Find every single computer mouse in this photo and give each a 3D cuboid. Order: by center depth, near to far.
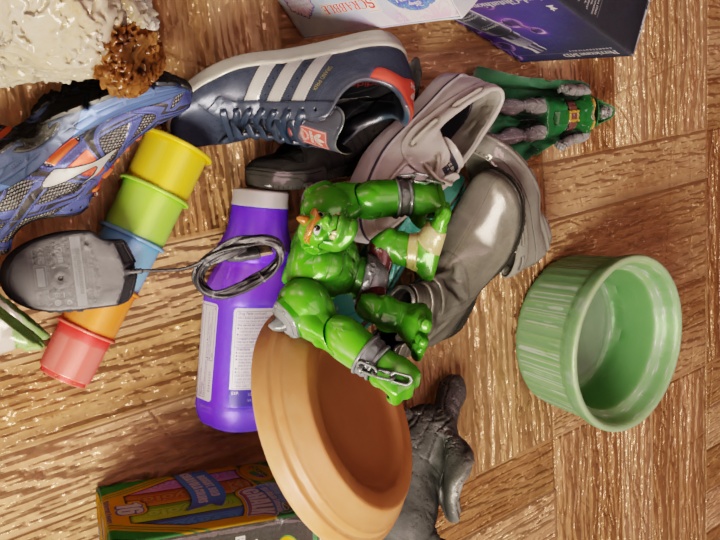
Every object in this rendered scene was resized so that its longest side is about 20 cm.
[{"bbox_3d":[-0.154,-0.004,0.642,0.200,0.034,0.059,-3,101,-12],"label":"computer mouse"}]

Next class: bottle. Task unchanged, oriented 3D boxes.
[{"bbox_3d":[-0.092,0.032,0.749,0.083,0.065,0.200,-1,98,-45],"label":"bottle"}]

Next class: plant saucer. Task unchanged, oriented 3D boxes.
[{"bbox_3d":[-0.013,0.118,0.712,0.200,0.037,0.200,45,32,-39],"label":"plant saucer"}]

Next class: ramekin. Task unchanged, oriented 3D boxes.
[{"bbox_3d":[0.270,0.075,1.022,0.200,0.098,0.200,-7,101,-37],"label":"ramekin"}]

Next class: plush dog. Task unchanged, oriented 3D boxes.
[{"bbox_3d":[-0.213,-0.169,0.551,0.200,0.172,0.161,43,71,-35],"label":"plush dog"}]

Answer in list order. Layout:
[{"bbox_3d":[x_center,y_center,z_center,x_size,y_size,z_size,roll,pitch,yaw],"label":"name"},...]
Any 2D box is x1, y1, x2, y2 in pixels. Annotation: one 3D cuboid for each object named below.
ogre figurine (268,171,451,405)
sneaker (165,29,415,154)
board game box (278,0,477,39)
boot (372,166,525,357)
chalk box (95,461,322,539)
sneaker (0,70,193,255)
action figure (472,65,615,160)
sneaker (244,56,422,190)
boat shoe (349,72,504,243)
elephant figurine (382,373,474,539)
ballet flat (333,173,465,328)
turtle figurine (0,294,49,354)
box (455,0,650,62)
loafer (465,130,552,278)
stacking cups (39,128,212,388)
[{"bbox_3d":[0.000,0.000,0.690,0.120,0.098,0.200,12,75,-2],"label":"ogre figurine"},{"bbox_3d":[-0.052,-0.123,0.695,0.200,0.085,0.075,-17,152,0],"label":"sneaker"},{"bbox_3d":[-0.029,-0.271,0.664,0.041,0.200,0.200,-51,125,-21],"label":"board game box"},{"bbox_3d":[0.076,0.007,0.816,0.131,0.068,0.200,-25,143,-53],"label":"boot"},{"bbox_3d":[-0.100,0.234,0.708,0.200,0.124,0.125,-3,99,-21],"label":"chalk box"},{"bbox_3d":[-0.208,-0.083,0.637,0.200,0.075,0.079,-31,128,-13],"label":"sneaker"},{"bbox_3d":[0.205,-0.166,0.960,0.200,0.055,0.118,-14,111,-36],"label":"action figure"},{"bbox_3d":[-0.022,-0.134,0.783,0.200,0.060,0.104,-15,110,-42],"label":"sneaker"},{"bbox_3d":[0.061,-0.099,0.793,0.200,0.066,0.072,-49,136,-27],"label":"boat shoe"},{"bbox_3d":[0.047,0.185,0.847,0.141,0.155,0.200,24,83,-26],"label":"elephant figurine"},{"bbox_3d":[0.027,-0.037,0.836,0.070,0.067,0.200,42,68,-17],"label":"ballet flat"},{"bbox_3d":[-0.266,0.119,0.570,0.194,0.200,0.144,-50,163,-9],"label":"turtle figurine"},{"bbox_3d":[0.161,-0.284,0.844,0.200,0.148,0.105,19,86,-38],"label":"box"},{"bbox_3d":[0.143,-0.061,0.900,0.070,0.070,0.200,-48,138,-11],"label":"loafer"},{"bbox_3d":[-0.179,-0.007,0.677,0.060,0.060,0.200,28,80,-38],"label":"stacking cups"}]
